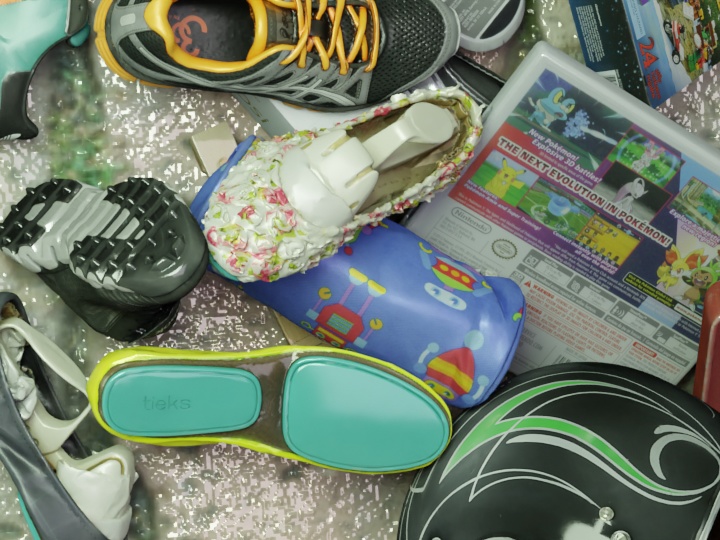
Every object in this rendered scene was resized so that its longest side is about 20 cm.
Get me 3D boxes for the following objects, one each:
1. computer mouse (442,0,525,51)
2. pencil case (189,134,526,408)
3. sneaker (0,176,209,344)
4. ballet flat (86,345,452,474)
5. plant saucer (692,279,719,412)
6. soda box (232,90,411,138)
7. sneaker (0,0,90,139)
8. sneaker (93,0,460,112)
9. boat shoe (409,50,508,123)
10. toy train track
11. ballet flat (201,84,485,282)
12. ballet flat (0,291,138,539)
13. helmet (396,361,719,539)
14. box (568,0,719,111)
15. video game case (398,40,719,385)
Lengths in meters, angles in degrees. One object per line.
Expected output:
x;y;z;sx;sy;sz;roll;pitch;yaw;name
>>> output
0.011;-0.201;1.166;0.200;0.044;0.110;44;65;-10;computer mouse
0.000;0.000;1.112;0.200;0.078;0.087;29;54;-7;pencil case
-0.118;-0.001;1.057;0.091;0.200;0.067;46;72;-26;sneaker
-0.050;0.069;1.099;0.200;0.067;0.067;6;98;-11;ballet flat
0.275;0.035;1.202;0.199;0.200;0.037;-26;54;-15;plant saucer
-0.063;-0.146;1.134;0.068;0.064;0.200;-44;102;-12;soda box
-0.178;-0.167;1.098;0.080;0.071;0.200;22;90;-19;sneaker
-0.038;-0.124;1.070;0.200;0.077;0.078;-4;91;-18;sneaker
0.114;-0.077;1.174;0.200;0.070;0.066;39;116;-16;boat shoe
-0.047;0.010;1.160;0.115;0.033;0.200;-26;91;-12;toy train track
-0.004;-0.056;1.051;0.076;0.064;0.200;54;43;3;ballet flat
-0.166;0.098;1.097;0.073;0.073;0.200;-30;97;-15;ballet flat
0.120;0.148;1.129;0.200;0.190;0.200;-34;131;-52;helmet
0.161;-0.207;1.166;0.137;0.038;0.200;-35;113;-46;box
0.132;-0.013;1.166;0.200;0.023;0.182;30;116;-17;video game case
